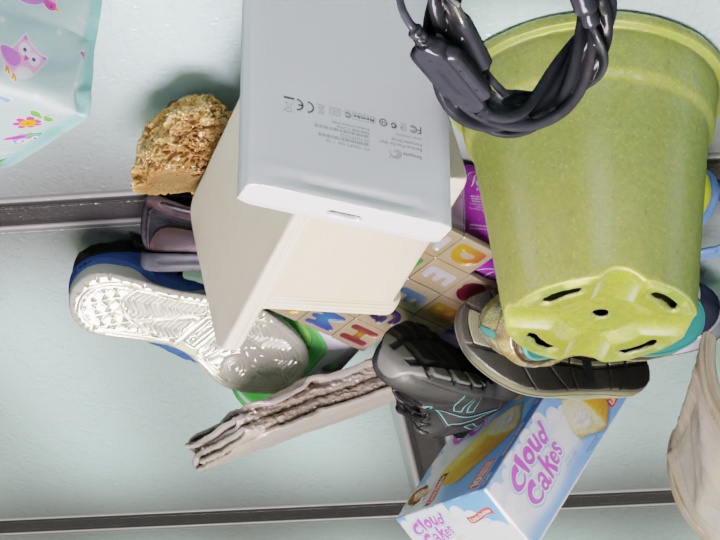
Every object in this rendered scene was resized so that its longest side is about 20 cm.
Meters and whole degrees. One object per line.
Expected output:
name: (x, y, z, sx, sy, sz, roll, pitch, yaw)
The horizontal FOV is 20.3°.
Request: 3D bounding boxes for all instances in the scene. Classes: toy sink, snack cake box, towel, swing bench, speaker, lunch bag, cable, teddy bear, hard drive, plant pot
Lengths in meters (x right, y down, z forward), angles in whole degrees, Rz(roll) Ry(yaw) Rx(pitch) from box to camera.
toy sink: (-0.023, -0.050, 1.330, 0.111, 0.131, 0.201, 4, 140, -25)
snack cake box: (0.126, 0.142, 1.609, 0.067, 0.200, 0.115, 49, 140, -14)
towel: (-0.036, 0.107, 1.613, 0.199, 0.035, 0.132, -17, 171, -32)
swing bench: (0.329, 0.101, 1.614, 0.129, 0.200, 0.199, 38, 157, 18)
speaker: (-0.044, 0.051, 1.664, 0.088, 0.089, 0.200, 11, 150, -19)
lunch bag: (-0.283, -0.132, 1.294, 0.169, 0.123, 0.199, 16, 156, -32)
cable: (0.097, -0.167, 1.212, 0.051, 0.164, 0.200, 23, 170, 37)
teddy bear: (-0.070, -0.087, 1.451, 0.198, 0.067, 0.145, 0, 162, -14)
hard drive: (-0.009, -0.122, 1.224, 0.131, 0.202, 0.026, 12, 149, -21)
plant pot: (0.160, -0.045, 1.386, 0.198, 0.186, 0.201, 0, 152, 0)

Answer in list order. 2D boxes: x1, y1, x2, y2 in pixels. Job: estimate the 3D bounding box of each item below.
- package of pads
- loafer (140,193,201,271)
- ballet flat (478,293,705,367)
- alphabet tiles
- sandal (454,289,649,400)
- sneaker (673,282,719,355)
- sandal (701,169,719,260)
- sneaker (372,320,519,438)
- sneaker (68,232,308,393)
package of pads: (0.095, -0.002, 1.584, 0.119, 0.076, 0.200, 6, 151, -12)
loafer: (-0.071, -0.035, 1.538, 0.198, 0.064, 0.072, -4, -174, 1)
ballet flat: (0.169, 0.034, 1.496, 0.199, 0.071, 0.071, -5, 160, -37)
alphabet tiles: (0.000, 0.000, 1.501, 0.199, 0.006, 0.166, 25, 137, -29)
sandal: (0.144, 0.069, 1.548, 0.200, 0.081, 0.057, 15, 151, -41)
sneaker: (0.198, 0.046, 1.678, 0.199, 0.071, 0.108, -22, 151, 23)
sandal: (0.222, -0.017, 1.558, 0.086, 0.080, 0.200, 14, 151, -31)
sneaker: (0.060, 0.094, 1.536, 0.079, 0.075, 0.200, -50, 152, 14)
sneaker: (-0.138, 0.030, 1.608, 0.198, 0.111, 0.077, 17, 107, -14)
